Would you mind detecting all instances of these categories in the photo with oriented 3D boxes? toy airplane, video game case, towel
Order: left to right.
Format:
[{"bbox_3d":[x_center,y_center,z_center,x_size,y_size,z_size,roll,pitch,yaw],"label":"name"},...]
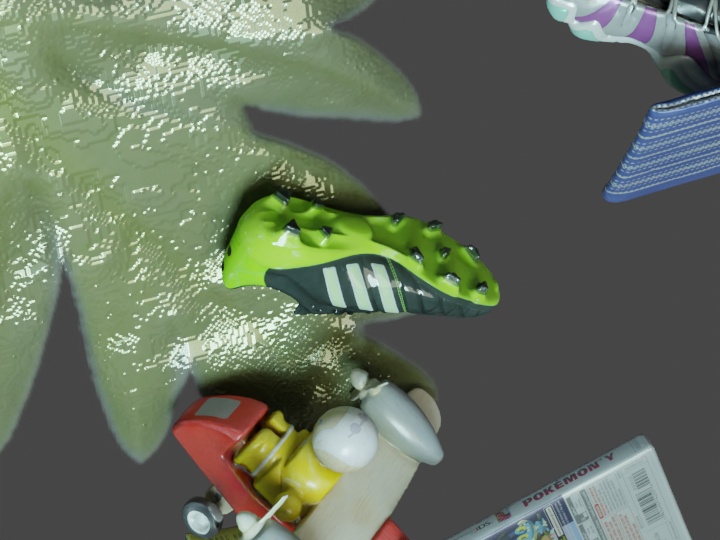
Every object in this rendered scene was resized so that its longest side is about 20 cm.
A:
[{"bbox_3d":[-0.013,0.154,1.559,0.198,0.200,0.141,0,134,-22],"label":"toy airplane"},{"bbox_3d":[0.172,0.238,1.800,0.182,0.023,0.200,-28,129,-2],"label":"video game case"},{"bbox_3d":[0.239,-0.097,1.527,0.144,0.024,0.200,-17,167,-8],"label":"towel"}]

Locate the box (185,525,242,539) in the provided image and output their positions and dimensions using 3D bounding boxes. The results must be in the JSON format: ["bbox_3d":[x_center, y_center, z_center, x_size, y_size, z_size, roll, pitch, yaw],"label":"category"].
[{"bbox_3d":[-0.091,0.280,1.706,0.075,0.050,0.201,-6,125,-18],"label":"box"}]

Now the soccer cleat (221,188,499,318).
[{"bbox_3d":[0.000,0.000,1.553,0.199,0.068,0.081,15,133,-28],"label":"soccer cleat"}]

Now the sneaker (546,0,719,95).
[{"bbox_3d":[0.216,-0.175,1.461,0.200,0.140,0.078,21,73,-38],"label":"sneaker"}]
